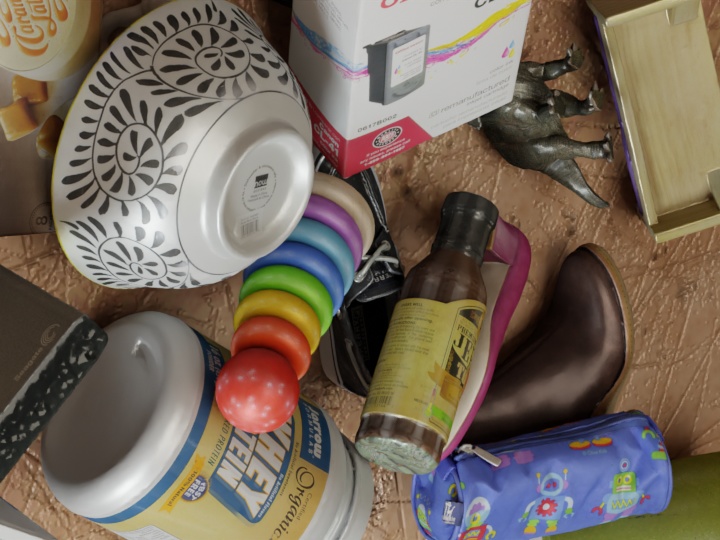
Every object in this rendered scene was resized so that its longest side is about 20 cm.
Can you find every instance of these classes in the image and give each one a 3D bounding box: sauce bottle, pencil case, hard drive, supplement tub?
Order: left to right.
[{"bbox_3d":[-0.247,0.063,1.488,0.140,0.200,0.033,-52,125,-10],"label":"hard drive"},{"bbox_3d":[-0.101,0.130,1.644,0.200,0.144,0.145,33,85,-37],"label":"supplement tub"},{"bbox_3d":[0.052,0.040,1.691,0.065,0.064,0.201,34,64,-37],"label":"sauce bottle"},{"bbox_3d":[0.134,0.152,1.787,0.199,0.078,0.087,-8,129,-23],"label":"pencil case"}]

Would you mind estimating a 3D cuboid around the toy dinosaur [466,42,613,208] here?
[{"bbox_3d":[0.124,-0.112,1.769,0.200,0.102,0.078,35,59,-48],"label":"toy dinosaur"}]

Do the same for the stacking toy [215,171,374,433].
[{"bbox_3d":[-0.051,0.028,1.600,0.086,0.085,0.201,56,35,-33],"label":"stacking toy"}]

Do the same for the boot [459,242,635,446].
[{"bbox_3d":[0.122,0.087,1.829,0.165,0.072,0.202,-12,114,-34],"label":"boot"}]

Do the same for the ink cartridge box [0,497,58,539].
[{"bbox_3d":[-0.290,0.232,1.546,0.084,0.144,0.201,26,89,-38],"label":"ink cartridge box"}]

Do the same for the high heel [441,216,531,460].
[{"bbox_3d":[0.082,0.055,1.768,0.096,0.067,0.201,47,47,-56],"label":"high heel"}]

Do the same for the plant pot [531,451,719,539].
[{"bbox_3d":[0.220,0.231,1.893,0.198,0.187,0.189,2,104,-21],"label":"plant pot"}]

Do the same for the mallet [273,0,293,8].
[{"bbox_3d":[-0.054,-0.204,1.568,0.041,0.200,0.066,20,98,8],"label":"mallet"}]

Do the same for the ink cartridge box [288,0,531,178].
[{"bbox_3d":[0.034,-0.172,1.603,0.147,0.086,0.201,-25,153,-19],"label":"ink cartridge box"}]

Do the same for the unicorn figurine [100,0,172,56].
[{"bbox_3d":[-0.113,-0.154,1.603,0.138,0.074,0.200,-50,141,-12],"label":"unicorn figurine"}]

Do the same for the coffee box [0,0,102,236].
[{"bbox_3d":[-0.228,-0.127,1.517,0.114,0.080,0.202,-4,107,-34],"label":"coffee box"}]

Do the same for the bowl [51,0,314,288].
[{"bbox_3d":[-0.092,-0.064,1.539,0.200,0.094,0.202,-30,134,-38],"label":"bowl"}]

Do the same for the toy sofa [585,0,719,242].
[{"bbox_3d":[0.230,-0.132,1.842,0.082,0.098,0.201,-18,117,-2],"label":"toy sofa"}]

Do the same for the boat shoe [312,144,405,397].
[{"bbox_3d":[0.000,0.000,1.721,0.071,0.068,0.202,-17,114,-29],"label":"boat shoe"}]
